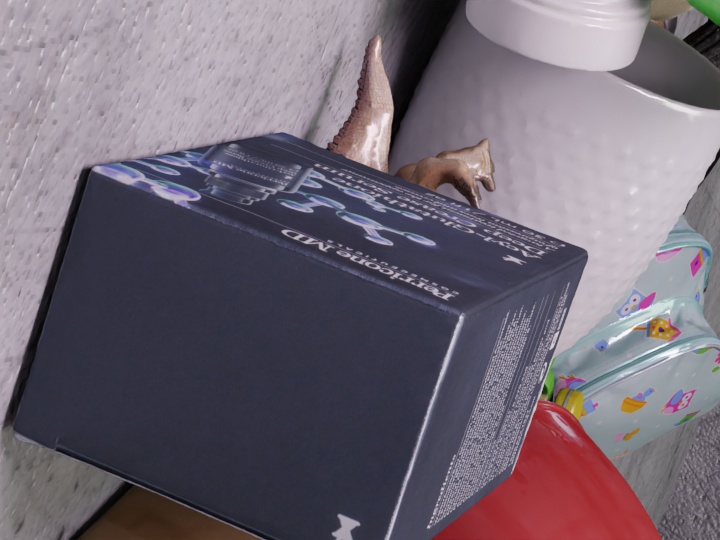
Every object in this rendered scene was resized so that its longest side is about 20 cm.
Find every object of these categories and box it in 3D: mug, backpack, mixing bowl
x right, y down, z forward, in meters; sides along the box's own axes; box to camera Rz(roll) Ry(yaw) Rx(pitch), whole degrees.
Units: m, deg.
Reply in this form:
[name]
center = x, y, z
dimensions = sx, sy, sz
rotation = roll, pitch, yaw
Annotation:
[mug]
center = 0.098, -0.046, 1.177
dimensions = 0.200, 0.147, 0.176
rotation = -13, 135, -60
[backpack]
center = 0.126, 0.028, 1.351
dimensions = 0.175, 0.154, 0.200
rotation = -25, 145, -6
[mixing bowl]
center = 0.086, 0.175, 1.137
dimensions = 0.200, 0.108, 0.201
rotation = -29, 135, -34

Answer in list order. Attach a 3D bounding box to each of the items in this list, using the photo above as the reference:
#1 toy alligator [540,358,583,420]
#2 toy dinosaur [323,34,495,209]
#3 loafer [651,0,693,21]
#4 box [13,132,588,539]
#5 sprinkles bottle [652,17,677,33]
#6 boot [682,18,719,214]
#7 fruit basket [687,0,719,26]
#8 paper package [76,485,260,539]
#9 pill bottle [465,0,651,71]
[toy alligator]
center = 0.068, 0.112, 1.207
dimensions = 0.054, 0.059, 0.201
rotation = 53, 56, -71
[toy dinosaur]
center = 0.000, 0.000, 1.055
dimensions = 0.086, 0.135, 0.200
rotation = -83, 160, -56
[loafer]
center = 0.163, -0.170, 1.295
dimensions = 0.068, 0.076, 0.200
rotation = 59, 38, -14
[box]
center = -0.016, 0.025, 0.889
dimensions = 0.200, 0.148, 0.107
rotation = -22, 132, -71
[sprinkles bottle]
center = 0.126, -0.123, 1.336
dimensions = 0.200, 0.068, 0.068
rotation = -44, 152, -57
[boot]
center = 0.218, -0.109, 1.414
dimensions = 0.158, 0.079, 0.211
rotation = -46, 178, -13
[fruit basket]
center = 0.258, -0.143, 1.025
dimensions = 0.216, 0.215, 0.156
rotation = -47, 161, -54
[paper package]
center = -0.043, 0.192, 0.928
dimensions = 0.191, 0.199, 0.104
rotation = -44, 152, -56
[pill bottle]
center = 0.108, -0.194, 1.002
dimensions = 0.111, 0.110, 0.201
rotation = -42, 150, -60
